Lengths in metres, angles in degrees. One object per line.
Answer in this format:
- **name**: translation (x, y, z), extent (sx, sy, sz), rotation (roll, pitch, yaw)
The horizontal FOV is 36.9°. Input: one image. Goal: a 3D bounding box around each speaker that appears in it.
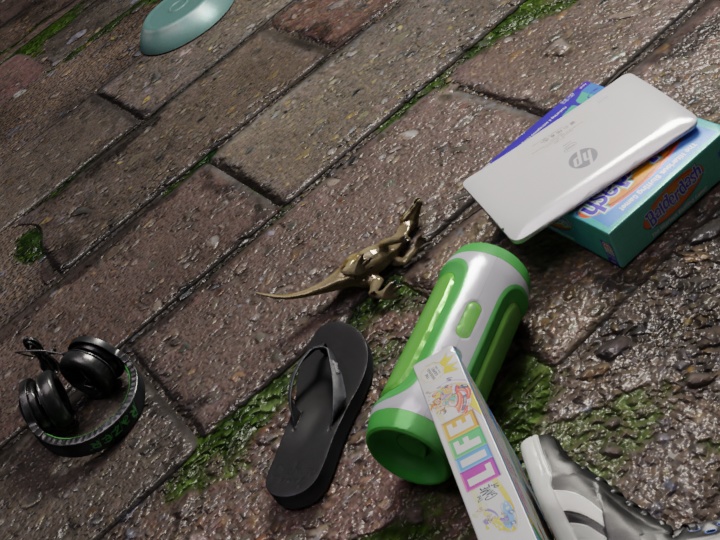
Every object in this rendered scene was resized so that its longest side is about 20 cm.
- **speaker**: translation (0.076, 0.073, 0.891), extent (0.088, 0.089, 0.201), rotation (-2, 44, 37)

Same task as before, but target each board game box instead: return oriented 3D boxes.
- **board game box**: translation (0.098, 0.161, 0.723), extent (0.034, 0.135, 0.201), rotation (-27, 34, 6)
- **board game box**: translation (0.229, -0.098, 1.022), extent (0.152, 0.045, 0.200), rotation (-40, 35, -11)

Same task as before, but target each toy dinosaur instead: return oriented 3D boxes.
- **toy dinosaur**: translation (0.000, 0.000, 1.092), extent (0.199, 0.059, 0.101), rotation (-32, 18, -14)

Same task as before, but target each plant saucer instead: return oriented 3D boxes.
- **plant saucer**: translation (-0.315, -0.458, 1.917), extent (0.198, 0.036, 0.201), rotation (-21, 36, 16)

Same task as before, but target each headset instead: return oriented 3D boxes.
- **headset**: translation (-0.309, 0.130, 1.167), extent (0.123, 0.095, 0.199), rotation (-40, 50, -20)

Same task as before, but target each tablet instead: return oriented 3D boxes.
- **tablet**: translation (0.200, -0.109, 1.007), extent (0.199, 0.014, 0.130), rotation (-34, 34, 1)

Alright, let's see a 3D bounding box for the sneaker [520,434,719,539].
- **sneaker**: translation (0.187, 0.173, 0.704), extent (0.111, 0.073, 0.201), rotation (-26, 43, 4)

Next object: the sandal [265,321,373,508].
- **sandal**: translation (-0.036, 0.117, 0.968), extent (0.075, 0.043, 0.202), rotation (-14, 38, 25)
